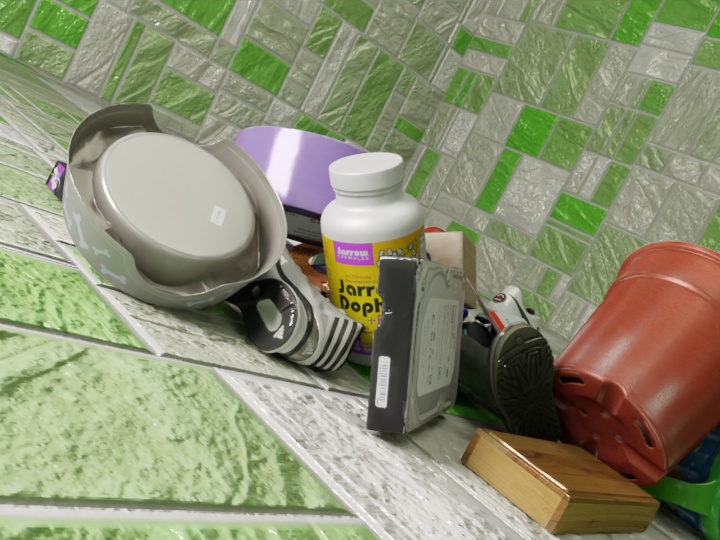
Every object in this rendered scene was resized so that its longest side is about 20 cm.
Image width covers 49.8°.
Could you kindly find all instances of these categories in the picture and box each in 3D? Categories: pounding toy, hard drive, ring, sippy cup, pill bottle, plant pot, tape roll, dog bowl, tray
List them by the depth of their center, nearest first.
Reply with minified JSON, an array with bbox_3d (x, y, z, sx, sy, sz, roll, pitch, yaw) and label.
[{"bbox_3d":[-0.164,-0.054,0.681,0.199,0.059,0.201,25,42,-24],"label":"dog bowl"},{"bbox_3d":[0.056,0.062,0.694,0.038,0.141,0.200,4,-2,18],"label":"hard drive"},{"bbox_3d":[0.185,0.189,0.695,0.200,0.037,0.098,20,10,-47],"label":"tray"},{"bbox_3d":[0.016,-0.012,0.786,0.104,0.201,0.104,-6,22,3],"label":"pill bottle"},{"bbox_3d":[0.302,0.106,0.809,0.200,0.195,0.201,37,-31,27],"label":"plant pot"},{"bbox_3d":[0.375,0.222,0.869,0.130,0.140,0.178,19,-22,52],"label":"sippy cup"},{"bbox_3d":[-0.059,-0.089,0.906,0.199,0.085,0.200,13,-9,2],"label":"tape roll"},{"bbox_3d":[0.000,0.000,0.957,0.199,0.019,0.201,6,20,-2],"label":"ring"},{"bbox_3d":[0.063,-0.017,1.158,0.199,0.143,0.184,-1,-6,15],"label":"pounding toy"}]

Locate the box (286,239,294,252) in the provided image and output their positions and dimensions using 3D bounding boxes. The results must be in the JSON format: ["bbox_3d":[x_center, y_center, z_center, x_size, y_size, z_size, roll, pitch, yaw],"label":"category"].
[{"bbox_3d":[-0.151,-0.042,0.816,0.041,0.039,0.200,37,10,35],"label":"box"}]

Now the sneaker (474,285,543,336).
[{"bbox_3d":[0.239,0.104,1.135,0.074,0.089,0.200,22,-29,43],"label":"sneaker"}]

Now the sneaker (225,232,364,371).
[{"bbox_3d":[-0.067,0.032,0.757,0.115,0.076,0.201,35,15,-37],"label":"sneaker"}]

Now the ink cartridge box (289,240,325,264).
[{"bbox_3d":[-0.081,-0.042,1.232,0.144,0.085,0.200,30,5,25],"label":"ink cartridge box"}]

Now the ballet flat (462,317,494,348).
[{"bbox_3d":[0.156,0.097,1.041,0.073,0.073,0.200,29,0,17],"label":"ballet flat"}]

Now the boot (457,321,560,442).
[{"bbox_3d":[0.123,0.091,0.835,0.200,0.072,0.183,47,-24,53],"label":"boot"}]

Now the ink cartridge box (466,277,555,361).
[{"bbox_3d":[0.208,0.104,0.933,0.200,0.047,0.160,54,6,-41],"label":"ink cartridge box"}]

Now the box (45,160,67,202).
[{"bbox_3d":[-0.242,-0.053,0.844,0.143,0.036,0.200,22,10,-43],"label":"box"}]

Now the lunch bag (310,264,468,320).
[{"bbox_3d":[0.006,0.041,0.968,0.199,0.095,0.151,13,15,-30],"label":"lunch bag"}]
